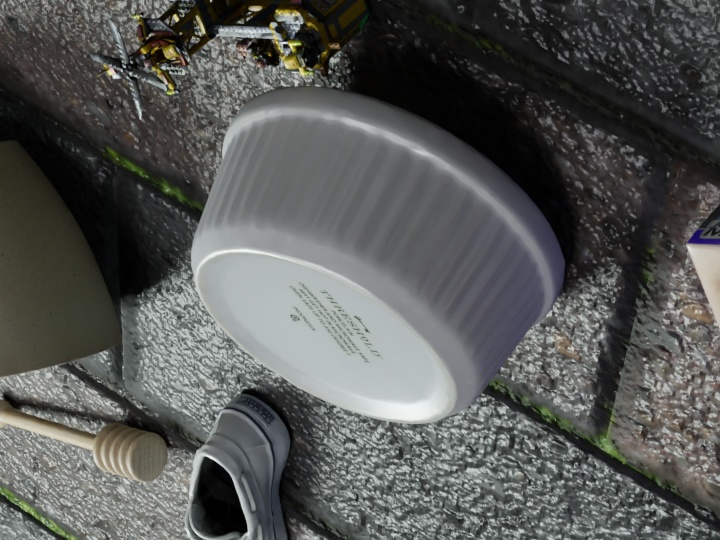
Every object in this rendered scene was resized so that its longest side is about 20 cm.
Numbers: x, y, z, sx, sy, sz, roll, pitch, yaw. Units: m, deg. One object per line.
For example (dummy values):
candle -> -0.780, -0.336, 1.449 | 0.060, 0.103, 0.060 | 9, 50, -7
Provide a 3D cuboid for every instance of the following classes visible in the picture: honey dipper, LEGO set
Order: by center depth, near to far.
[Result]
LEGO set -> -0.096, -0.165, 1.064 | 0.153, 0.116, 0.201 | 15, 137, 36
honey dipper -> -0.223, 0.126, 1.581 | 0.199, 0.038, 0.038 | 9, 132, 45

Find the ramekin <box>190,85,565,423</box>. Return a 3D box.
ramekin -> 0.000, 0.000, 1.113 | 0.201, 0.095, 0.203 | 24, 155, 12

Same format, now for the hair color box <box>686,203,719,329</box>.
hair color box -> 0.243, 0.053, 0.986 | 0.109, 0.065, 0.201 | 3, 126, 46

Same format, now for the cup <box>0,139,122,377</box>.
cup -> -0.267, -0.009, 1.373 | 0.200, 0.200, 0.144 | -2, 98, 47

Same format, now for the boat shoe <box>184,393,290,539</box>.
boat shoe -> -0.095, 0.167, 1.459 | 0.073, 0.065, 0.201 | 28, 143, 22
